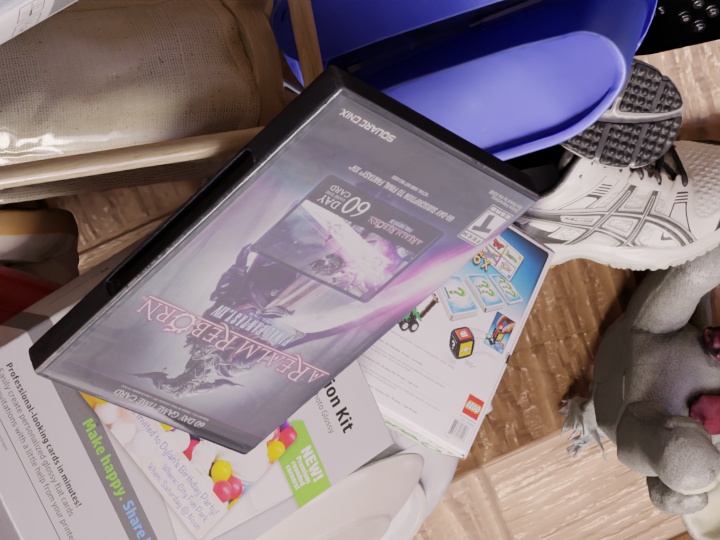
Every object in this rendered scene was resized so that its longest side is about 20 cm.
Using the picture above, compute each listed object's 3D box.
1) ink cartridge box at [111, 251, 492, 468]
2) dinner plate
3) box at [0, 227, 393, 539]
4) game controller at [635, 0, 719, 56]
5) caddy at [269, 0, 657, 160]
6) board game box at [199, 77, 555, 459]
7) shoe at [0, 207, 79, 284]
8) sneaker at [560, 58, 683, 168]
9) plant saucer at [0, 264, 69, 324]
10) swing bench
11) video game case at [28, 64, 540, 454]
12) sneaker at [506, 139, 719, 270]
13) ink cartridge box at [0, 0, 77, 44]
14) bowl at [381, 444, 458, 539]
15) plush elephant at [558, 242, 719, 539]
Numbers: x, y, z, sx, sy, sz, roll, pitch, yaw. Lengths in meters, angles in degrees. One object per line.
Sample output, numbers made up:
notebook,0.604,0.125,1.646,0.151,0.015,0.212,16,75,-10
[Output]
ink cartridge box,-0.035,0.032,1.419,0.199,0.057,0.164,-20,103,-23
dinner plate,-0.044,0.165,1.463,0.199,0.024,0.200,-30,164,-10
box,-0.096,0.068,1.280,0.199,0.041,0.157,-33,110,-26
game controller,0.168,-0.194,1.385,0.104,0.042,0.201,-19,138,-7
caddy,0.049,-0.130,1.298,0.199,0.105,0.142,-16,113,17
board game box,0.000,0.000,1.390,0.199,0.035,0.127,31,77,-28
shoe,-0.174,0.003,1.340,0.069,0.054,0.200,-4,172,2
sneaker,0.071,-0.109,1.406,0.199,0.080,0.074,21,102,-18
plant saucer,-0.175,0.103,1.279,0.199,0.037,0.201,19,84,-32
swing bench,-0.132,-0.093,1.217,0.198,0.131,0.200,-9,177,-17
video game case,-0.034,0.001,1.189,0.200,0.019,0.143,-42,139,21
sneaker,0.138,-0.050,1.493,0.199,0.076,0.088,-12,137,-15
ink cartridge box,-0.198,-0.181,1.083,0.160,0.201,0.047,-33,176,-21
bowl,-0.018,0.120,1.583,0.200,0.091,0.202,-14,138,-13
plush elephant,0.228,0.082,1.614,0.154,0.166,0.200,10,159,-16
